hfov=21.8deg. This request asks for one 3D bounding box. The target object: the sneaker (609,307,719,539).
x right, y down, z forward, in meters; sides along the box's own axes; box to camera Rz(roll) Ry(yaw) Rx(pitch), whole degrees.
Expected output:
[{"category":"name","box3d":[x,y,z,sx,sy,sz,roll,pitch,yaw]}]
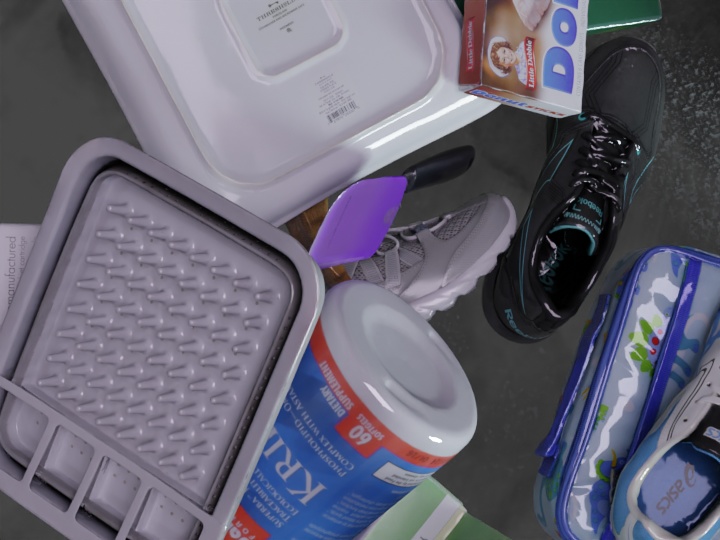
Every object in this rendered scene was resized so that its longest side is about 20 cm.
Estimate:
[{"category":"sneaker","box3d":[0.211,0.080,1.056,0.072,0.072,0.200,34,81,-5]}]

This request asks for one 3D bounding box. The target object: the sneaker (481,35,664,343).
[{"category":"sneaker","box3d":[0.140,-0.048,1.120,0.075,0.079,0.201,23,84,-10]}]

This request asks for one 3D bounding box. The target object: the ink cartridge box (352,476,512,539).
[{"category":"ink cartridge box","box3d":[0.003,0.177,1.028,0.048,0.200,0.146,41,83,-11]}]

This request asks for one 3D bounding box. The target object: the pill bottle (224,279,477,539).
[{"category":"pill bottle","box3d":[-0.041,0.106,1.023,0.112,0.112,0.200,44,114,-8]}]

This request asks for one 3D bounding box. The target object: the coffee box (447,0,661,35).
[{"category":"coffee box","box3d":[0.072,-0.188,1.083,0.199,0.044,0.124,-12,90,-19]}]

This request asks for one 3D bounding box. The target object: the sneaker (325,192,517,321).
[{"category":"sneaker","box3d":[0.000,0.000,1.091,0.199,0.075,0.082,-29,97,-10]}]

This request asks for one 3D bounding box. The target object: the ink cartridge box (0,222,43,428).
[{"category":"ink cartridge box","box3d":[-0.269,0.030,1.041,0.199,0.067,0.117,1,90,-12]}]

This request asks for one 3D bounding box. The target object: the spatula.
[{"category":"spatula","box3d":[0.025,-0.045,1.055,0.020,0.200,0.057,31,116,12]}]

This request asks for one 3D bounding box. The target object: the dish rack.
[{"category":"dish rack","box3d":[-0.108,0.048,0.971,0.171,0.043,0.201,29,104,26]}]

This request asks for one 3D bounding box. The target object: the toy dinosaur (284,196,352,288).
[{"category":"toy dinosaur","box3d":[-0.039,-0.052,1.035,0.106,0.060,0.201,-10,87,-5]}]

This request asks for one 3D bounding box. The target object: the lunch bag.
[{"category":"lunch bag","box3d":[0.199,0.092,1.131,0.160,0.082,0.201,21,84,-8]}]

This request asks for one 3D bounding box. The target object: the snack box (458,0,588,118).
[{"category":"snack box","box3d":[0.096,-0.190,1.044,0.072,0.024,0.201,11,78,-31]}]

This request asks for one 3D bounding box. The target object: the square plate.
[{"category":"square plate","box3d":[-0.043,-0.136,1.005,0.199,0.028,0.199,-29,95,-16]}]
